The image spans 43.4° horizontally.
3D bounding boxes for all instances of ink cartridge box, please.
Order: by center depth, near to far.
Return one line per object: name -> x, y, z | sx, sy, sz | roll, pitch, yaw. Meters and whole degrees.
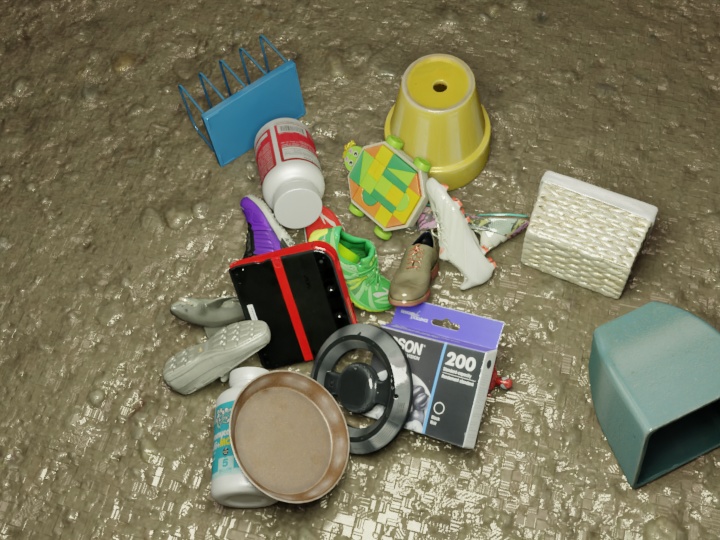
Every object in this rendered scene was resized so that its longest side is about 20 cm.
ink cartridge box -> 0.108, 0.152, 1.410 | 0.196, 0.043, 0.203 | 12, 83, 32

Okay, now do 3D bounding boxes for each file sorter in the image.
file sorter -> -0.225, -0.325, 1.707 | 0.199, 0.139, 0.123 | -35, 61, -14

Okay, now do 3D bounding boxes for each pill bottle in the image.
pill bottle -> -0.174, 0.256, 1.405 | 0.109, 0.111, 0.203 | -3, 61, 2
pill bottle -> -0.124, -0.171, 1.601 | 0.110, 0.113, 0.202 | -13, 44, -3

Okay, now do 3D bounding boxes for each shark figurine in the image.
shark figurine -> -0.218, 0.086, 1.534 | 0.211, 0.128, 0.091 | 1, 86, -15

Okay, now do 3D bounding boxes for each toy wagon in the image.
toy wagon -> 0.033, -0.160, 1.600 | 0.200, 0.039, 0.156 | 41, 115, 23

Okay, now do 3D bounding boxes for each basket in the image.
basket -> 0.377, -0.056, 1.518 | 0.197, 0.136, 0.125 | 20, 67, 15

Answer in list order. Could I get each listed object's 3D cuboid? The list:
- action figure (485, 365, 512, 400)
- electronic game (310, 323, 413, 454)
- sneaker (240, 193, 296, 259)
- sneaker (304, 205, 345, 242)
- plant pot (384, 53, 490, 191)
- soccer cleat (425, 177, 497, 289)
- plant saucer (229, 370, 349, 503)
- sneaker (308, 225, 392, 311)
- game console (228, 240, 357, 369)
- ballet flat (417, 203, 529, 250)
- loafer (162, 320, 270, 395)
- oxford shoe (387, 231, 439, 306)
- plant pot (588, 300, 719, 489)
action figure -> 0.146, 0.158, 1.441 | 0.197, 0.099, 0.066 | 13, 85, 8
electronic game -> -0.002, 0.184, 1.418 | 0.198, 0.041, 0.204 | -6, 80, 37
sneaker -> -0.176, -0.046, 1.591 | 0.099, 0.070, 0.201 | -36, 62, -5
sneaker -> -0.053, -0.036, 1.567 | 0.076, 0.085, 0.202 | -13, 62, -4
plant pot -> 0.139, -0.274, 1.622 | 0.197, 0.190, 0.204 | -2, 62, 3
soccer cleat -> 0.155, -0.061, 1.530 | 0.077, 0.069, 0.202 | -31, 99, 3
plant saucer -> -0.110, 0.250, 1.355 | 0.198, 0.034, 0.203 | 15, 58, -26
sneaker -> 0.000, 0.000, 1.483 | 0.083, 0.199, 0.075 | -22, 41, 38
game console -> -0.103, 0.058, 1.463 | 0.174, 0.203, 0.031 | -12, 24, 10
ballet flat -> 0.195, -0.070, 1.584 | 0.197, 0.069, 0.072 | 7, 80, 13
loafer -> -0.226, 0.143, 1.468 | 0.198, 0.070, 0.070 | -25, 34, 16
oxford shoe -> 0.085, -0.004, 1.490 | 0.069, 0.076, 0.200 | 3, 25, 12
plant pot -> 0.449, 0.167, 1.367 | 0.193, 0.198, 0.201 | -23, 54, -8
